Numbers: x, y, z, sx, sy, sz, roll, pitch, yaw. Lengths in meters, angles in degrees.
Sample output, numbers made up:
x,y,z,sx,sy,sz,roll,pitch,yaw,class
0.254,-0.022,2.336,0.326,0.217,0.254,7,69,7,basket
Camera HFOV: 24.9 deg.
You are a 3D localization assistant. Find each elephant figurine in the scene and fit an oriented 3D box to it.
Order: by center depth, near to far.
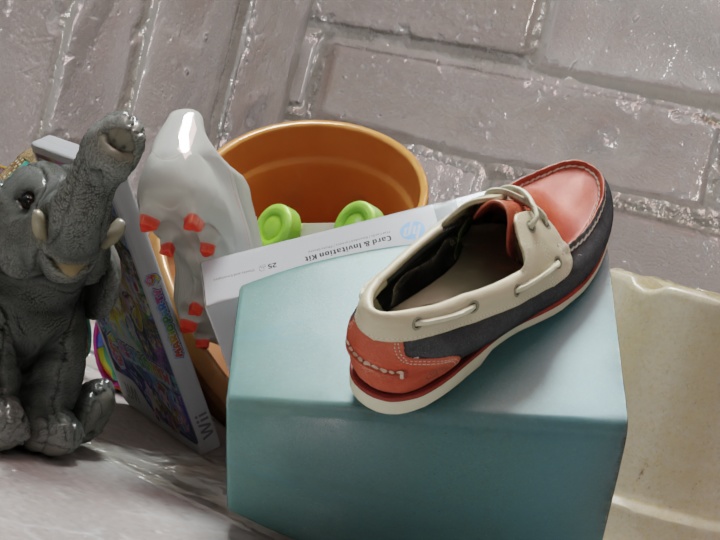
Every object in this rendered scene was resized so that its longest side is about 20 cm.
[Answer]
x,y,z,sx,sy,sz,roll,pitch,yaw,class
-0.190,-0.003,0.953,0.154,0.201,0.141,14,4,17,elephant figurine

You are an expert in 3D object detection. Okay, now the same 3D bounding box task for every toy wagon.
x,y,z,sx,sy,sz,roll,pitch,yaw,class
0.000,0.000,1.055,0.199,0.040,0.155,0,-18,41,toy wagon

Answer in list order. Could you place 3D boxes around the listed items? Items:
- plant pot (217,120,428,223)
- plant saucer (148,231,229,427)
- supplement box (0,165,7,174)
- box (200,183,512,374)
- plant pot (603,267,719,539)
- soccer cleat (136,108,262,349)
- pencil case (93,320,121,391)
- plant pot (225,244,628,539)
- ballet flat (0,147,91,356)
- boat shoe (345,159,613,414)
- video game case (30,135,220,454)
x,y,z,sx,sy,sz,roll,pitch,yaw,class
-0.041,-0.017,1.417,0.199,0.141,0.201,0,39,0,plant pot
-0.089,0.048,1.153,0.200,0.037,0.200,50,16,-21,plant saucer
-0.346,-0.027,1.241,0.196,0.134,0.200,16,3,15,supplement box
0.021,0.036,0.960,0.199,0.156,0.041,-13,44,2,box
0.215,0.102,1.140,0.199,0.185,0.200,15,4,-1,plant pot
-0.086,-0.016,0.988,0.069,0.078,0.200,3,-30,11,soccer cleat
-0.109,0.062,1.263,0.199,0.089,0.088,10,6,-45,pencil case
0.029,0.074,0.879,0.199,0.142,0.142,3,43,0,plant pot
-0.238,0.003,1.177,0.070,0.201,0.065,27,45,31,ballet flat
0.065,-0.006,0.822,0.071,0.063,0.200,29,49,30,boat shoe
-0.156,0.013,1.076,0.018,0.201,0.143,-26,22,-23,video game case
